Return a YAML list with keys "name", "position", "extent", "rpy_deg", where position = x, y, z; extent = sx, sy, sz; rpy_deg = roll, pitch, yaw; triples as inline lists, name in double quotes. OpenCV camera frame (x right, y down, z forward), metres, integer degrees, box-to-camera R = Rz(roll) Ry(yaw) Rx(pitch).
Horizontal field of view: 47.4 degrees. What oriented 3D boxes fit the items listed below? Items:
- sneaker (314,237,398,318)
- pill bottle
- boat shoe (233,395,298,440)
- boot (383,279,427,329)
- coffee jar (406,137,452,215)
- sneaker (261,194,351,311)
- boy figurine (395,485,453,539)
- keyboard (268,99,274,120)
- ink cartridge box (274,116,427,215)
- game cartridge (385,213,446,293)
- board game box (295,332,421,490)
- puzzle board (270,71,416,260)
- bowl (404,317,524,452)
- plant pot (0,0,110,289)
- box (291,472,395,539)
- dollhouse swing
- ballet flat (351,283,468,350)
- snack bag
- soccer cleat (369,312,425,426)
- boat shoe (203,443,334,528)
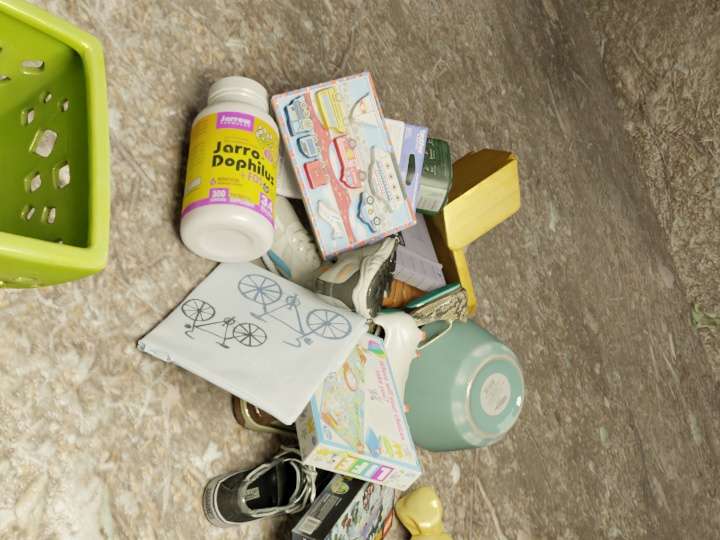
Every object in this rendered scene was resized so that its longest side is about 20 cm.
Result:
- name: "sneaker"
  position: [0.000, 0.000, 0.969]
  extent: [0.200, 0.078, 0.075]
  rpy_deg: [-40, 138, -74]
- name: "pill bottle"
  position: [-0.146, -0.119, 0.935]
  extent: [0.104, 0.103, 0.203]
  rpy_deg: [30, 50, -45]
- name: "boat shoe"
  position: [-0.053, 0.161, 0.954]
  extent: [0.201, 0.074, 0.076]
  rpy_deg: [12, 64, -53]
- name: "boot"
  position: [0.075, 0.044, 1.201]
  extent: [0.154, 0.076, 0.203]
  rpy_deg: [-1, 72, -57]
- name: "coffee jar"
  position: [0.024, -0.143, 1.138]
  extent: [0.197, 0.086, 0.106]
  rpy_deg: [9, 55, -12]
- name: "sneaker"
  position: [-0.064, -0.004, 1.016]
  extent: [0.076, 0.080, 0.203]
  rpy_deg: [-32, 101, -57]
- name: "boy figurine"
  position: [0.089, 0.386, 1.061]
  extent: [0.124, 0.064, 0.203]
  rpy_deg: [3, 71, -55]
- name: "keyboard"
  position: [-0.126, -0.115, 1.007]
  extent: [0.011, 0.056, 0.203]
  rpy_deg: [19, 57, -33]
- name: "ink cartridge box"
  position: [-0.018, -0.143, 1.057]
  extent: [0.197, 0.042, 0.121]
  rpy_deg: [8, 91, -10]
- name: "game cartridge"
  position: [0.050, -0.065, 1.190]
  extent: [0.129, 0.038, 0.202]
  rpy_deg: [26, 35, -36]
- name: "board game box"
  position: [-0.015, 0.138, 0.909]
  extent: [0.133, 0.034, 0.201]
  rpy_deg: [23, 31, -29]
- name: "puzzle board"
  position: [-0.015, -0.131, 1.003]
  extent: [0.149, 0.017, 0.203]
  rpy_deg: [-22, 98, -32]
- name: "bowl"
  position: [0.156, 0.169, 1.161]
  extent: [0.198, 0.104, 0.204]
  rpy_deg: [-3, 96, -35]
- name: "plant pot"
  position: [-0.317, -0.084, 0.593]
  extent: [0.199, 0.180, 0.202]
  rpy_deg: [18, 60, -51]
- name: "box"
  position: [-0.014, 0.289, 0.921]
  extent: [0.200, 0.039, 0.139]
  rpy_deg: [-41, 140, -55]
- name: "dollhouse swing"
  position: [0.180, -0.063, 1.270]
  extent: [0.177, 0.180, 0.200]
  rpy_deg: [58, -4, -14]
- name: "ballet flat"
  position: [0.062, 0.074, 1.110]
  extent: [0.197, 0.068, 0.077]
  rpy_deg: [-13, 95, -20]
- name: "snack bag"
  position: [-0.106, 0.070, 0.873]
  extent: [0.186, 0.022, 0.200]
  rpy_deg: [25, 36, 9]
- name: "soccer cleat"
  position: [0.026, 0.151, 1.056]
  extent: [0.076, 0.069, 0.203]
  rpy_deg: [8, 97, -21]
- name: "boat shoe"
  position: [-0.078, 0.226, 0.889]
  extent: [0.198, 0.067, 0.075]
  rpy_deg: [7, 68, -54]
